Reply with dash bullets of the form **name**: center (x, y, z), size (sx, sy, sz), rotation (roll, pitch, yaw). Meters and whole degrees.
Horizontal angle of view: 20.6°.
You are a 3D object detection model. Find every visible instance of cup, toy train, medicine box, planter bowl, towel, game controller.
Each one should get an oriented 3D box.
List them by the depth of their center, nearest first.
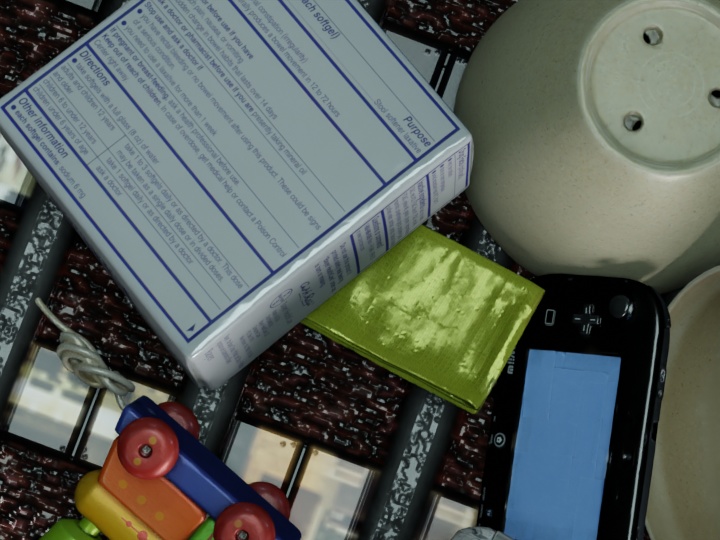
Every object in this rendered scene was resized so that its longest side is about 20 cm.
- **planter bowl**: center (0.263, 0.094, 1.095), size (0.134, 0.200, 0.201), rotation (0, 82, -30)
- **medicine box**: center (-0.068, -0.069, 1.105), size (0.200, 0.103, 0.182), rotation (-38, 78, -7)
- **toy train**: center (-0.141, 0.123, 1.111), size (0.200, 0.085, 0.116), rotation (41, 95, 1)
- **cup**: center (0.160, -0.090, 1.121), size (0.200, 0.143, 0.201), rotation (0, 84, -4)
- **game controller**: center (0.118, 0.102, 1.126), size (0.104, 0.042, 0.201), rotation (5, 82, 30)
- **towel**: center (0.000, 0.000, 1.145), size (0.200, 0.018, 0.086), rotation (28, 83, 9)

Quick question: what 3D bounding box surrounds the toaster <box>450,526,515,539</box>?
- **toaster**: center (0.072, 0.227, 1.069), size (0.129, 0.200, 0.114), rotation (34, 55, 7)
